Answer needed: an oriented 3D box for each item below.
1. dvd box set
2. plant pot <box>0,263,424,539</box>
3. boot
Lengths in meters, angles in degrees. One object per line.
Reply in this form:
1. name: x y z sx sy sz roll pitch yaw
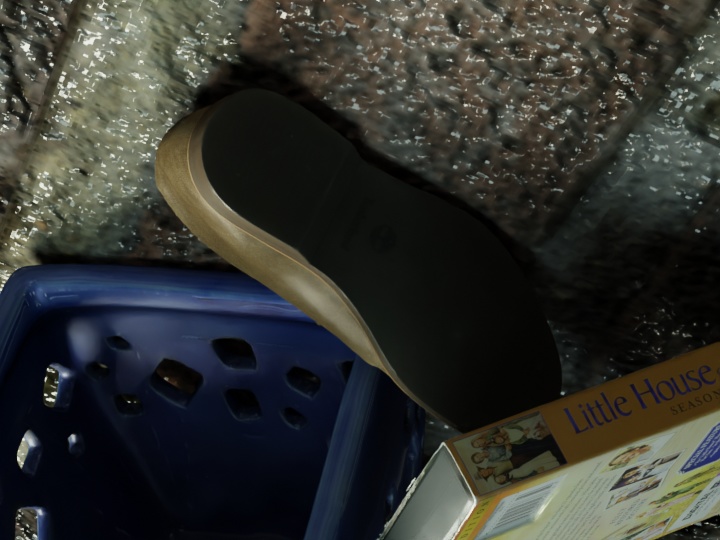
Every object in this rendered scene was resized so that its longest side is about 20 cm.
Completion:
1. dvd box set: 0.101 0.080 1.059 0.199 0.029 0.146 -18 157 -25
2. plant pot: -0.070 0.130 1.183 0.199 0.201 0.180 3 143 23
3. boot: 0.000 0.000 1.094 0.200 0.074 0.075 41 158 -19
